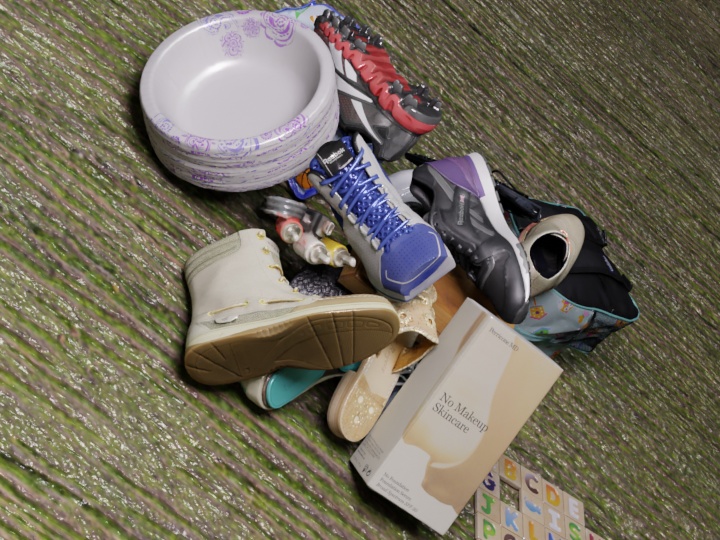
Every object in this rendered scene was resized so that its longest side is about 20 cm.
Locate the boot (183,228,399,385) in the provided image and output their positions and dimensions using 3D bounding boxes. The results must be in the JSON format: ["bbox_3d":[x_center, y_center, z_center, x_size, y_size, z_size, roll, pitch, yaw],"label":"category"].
[{"bbox_3d":[-0.069,0.023,1.427,0.155,0.198,0.073,-100,180,-50],"label":"boot"}]

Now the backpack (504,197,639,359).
[{"bbox_3d":[0.206,0.008,1.785,0.199,0.153,0.177,20,43,-53],"label":"backpack"}]

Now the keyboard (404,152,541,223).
[{"bbox_3d":[0.134,-0.102,1.679,0.104,0.040,0.200,32,-2,-31],"label":"keyboard"}]

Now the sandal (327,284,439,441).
[{"bbox_3d":[0.045,0.072,1.478,0.078,0.069,0.213,39,72,-44],"label":"sandal"}]

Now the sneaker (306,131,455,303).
[{"bbox_3d":[0.002,-0.063,1.466,0.115,0.080,0.200,50,2,-44],"label":"sneaker"}]

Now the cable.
[{"bbox_3d":[-0.077,-0.045,1.530,0.097,0.051,0.200,27,-4,-25],"label":"cable"}]

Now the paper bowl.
[{"bbox_3d":[-0.120,-0.163,1.559,0.198,0.105,0.202,-3,52,4],"label":"paper bowl"}]

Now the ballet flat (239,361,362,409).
[{"bbox_3d":[-0.044,0.075,1.485,0.199,0.069,0.070,-21,73,-42],"label":"ballet flat"}]

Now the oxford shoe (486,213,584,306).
[{"bbox_3d":[0.204,-0.016,1.630,0.071,0.074,0.200,55,38,-5],"label":"oxford shoe"}]

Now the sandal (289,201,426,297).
[{"bbox_3d":[0.000,0.000,1.584,0.199,0.045,0.075,-36,92,-29],"label":"sandal"}]

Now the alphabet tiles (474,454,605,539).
[{"bbox_3d":[0.196,0.288,1.633,0.199,0.008,0.168,33,37,-25],"label":"alphabet tiles"}]

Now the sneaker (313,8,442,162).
[{"bbox_3d":[0.000,-0.191,1.603,0.070,0.098,0.201,2,42,-48],"label":"sneaker"}]

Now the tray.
[{"bbox_3d":[0.076,0.022,1.574,0.199,0.037,0.099,37,63,-25],"label":"tray"}]

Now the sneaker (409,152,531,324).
[{"bbox_3d":[0.104,-0.026,1.529,0.087,0.076,0.201,-8,54,-17],"label":"sneaker"}]

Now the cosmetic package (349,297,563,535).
[{"bbox_3d":[0.092,0.140,1.474,0.105,0.201,0.071,34,3,-21],"label":"cosmetic package"}]

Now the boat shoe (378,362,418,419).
[{"bbox_3d":[0.032,0.102,1.569,0.074,0.062,0.202,24,41,-34],"label":"boat shoe"}]

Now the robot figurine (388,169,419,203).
[{"bbox_3d":[0.067,-0.028,1.693,0.169,0.112,0.202,28,37,-56],"label":"robot figurine"}]

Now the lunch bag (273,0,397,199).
[{"bbox_3d":[-0.046,-0.200,1.710,0.201,0.123,0.170,59,34,0],"label":"lunch bag"}]

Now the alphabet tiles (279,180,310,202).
[{"bbox_3d":[-0.103,-0.165,1.722,0.199,0.006,0.167,34,37,-24],"label":"alphabet tiles"}]
